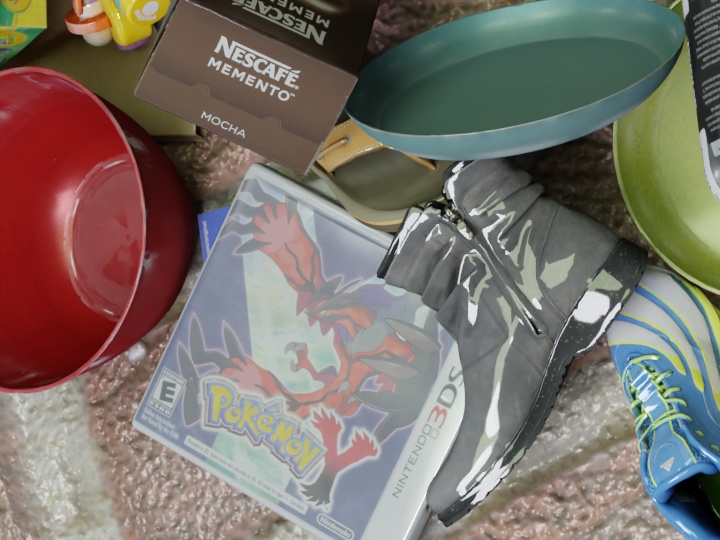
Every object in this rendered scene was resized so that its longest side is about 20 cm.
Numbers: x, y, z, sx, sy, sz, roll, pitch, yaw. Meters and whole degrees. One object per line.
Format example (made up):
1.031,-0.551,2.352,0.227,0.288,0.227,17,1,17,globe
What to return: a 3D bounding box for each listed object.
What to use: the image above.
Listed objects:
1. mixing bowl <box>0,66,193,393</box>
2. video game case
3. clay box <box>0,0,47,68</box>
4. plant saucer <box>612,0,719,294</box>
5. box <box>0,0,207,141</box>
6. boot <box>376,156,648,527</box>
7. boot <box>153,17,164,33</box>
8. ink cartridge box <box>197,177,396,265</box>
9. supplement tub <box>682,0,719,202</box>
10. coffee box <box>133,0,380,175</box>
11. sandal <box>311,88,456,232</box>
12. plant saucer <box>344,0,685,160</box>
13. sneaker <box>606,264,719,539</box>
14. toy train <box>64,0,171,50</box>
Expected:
-0.179,-0.022,1.581,0.199,0.108,0.202,-2,86,35,mixing bowl
-0.022,0.058,1.512,0.199,0.023,0.183,28,97,23,video game case
-0.236,-0.192,1.578,0.200,0.047,0.116,162,107,-66,clay box
0.244,-0.079,1.441,0.199,0.031,0.202,-4,81,25,plant saucer
-0.186,-0.166,1.656,0.199,0.021,0.165,1,84,25,box
0.061,0.034,1.431,0.131,0.070,0.201,33,94,1,boot
-0.140,-0.233,1.576,0.074,0.097,0.201,-20,74,21,boot
0.000,0.000,1.541,0.199,0.042,0.120,-14,79,20,ink cartridge box
0.240,-0.111,1.362,0.122,0.122,0.201,-10,79,24,supplement tub
-0.049,-0.161,1.475,0.112,0.201,0.080,24,128,-9,coffee box
-0.001,-0.087,1.508,0.080,0.054,0.200,-41,45,-6,sandal
0.089,-0.108,1.432,0.199,0.200,0.028,-3,115,25,plant saucer
0.186,0.081,1.408,0.076,0.105,0.201,-34,72,17,sneaker
-0.177,-0.205,1.556,0.055,0.200,0.151,-26,95,-13,toy train
